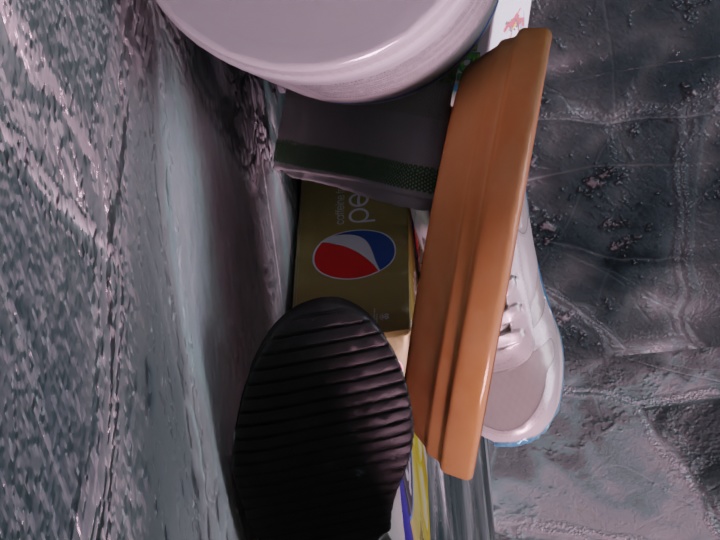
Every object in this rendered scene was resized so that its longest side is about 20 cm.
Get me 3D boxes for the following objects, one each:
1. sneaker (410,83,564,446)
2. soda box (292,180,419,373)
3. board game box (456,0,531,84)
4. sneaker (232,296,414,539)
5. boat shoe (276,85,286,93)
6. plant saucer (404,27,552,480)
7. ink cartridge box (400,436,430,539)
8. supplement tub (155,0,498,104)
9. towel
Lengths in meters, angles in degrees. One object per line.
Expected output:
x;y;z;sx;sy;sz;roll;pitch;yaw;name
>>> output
0.061;-0.002;0.954;0.081;0.076;0.200;5;74;-76;sneaker
0.000;0.000;0.973;0.200;0.064;0.068;-88;171;-53;soda box
0.046;-0.120;1.097;0.035;0.126;0.200;9;90;-39;board game box
-0.017;0.083;0.741;0.089;0.074;0.200;-104;-171;-55;sneaker
-0.022;-0.196;0.928;0.074;0.068;0.200;-6;90;-85;boat shoe
0.050;-0.010;0.772;0.200;0.037;0.200;10;90;-86;plant saucer
0.016;0.139;1.105;0.198;0.047;0.200;80;5;-46;ink cartridge box
-0.010;-0.132;0.674;0.200;0.132;0.132;-29;113;-85;supplement tub
0.018;-0.135;0.839;0.149;0.031;0.200;19;-81;59;towel
